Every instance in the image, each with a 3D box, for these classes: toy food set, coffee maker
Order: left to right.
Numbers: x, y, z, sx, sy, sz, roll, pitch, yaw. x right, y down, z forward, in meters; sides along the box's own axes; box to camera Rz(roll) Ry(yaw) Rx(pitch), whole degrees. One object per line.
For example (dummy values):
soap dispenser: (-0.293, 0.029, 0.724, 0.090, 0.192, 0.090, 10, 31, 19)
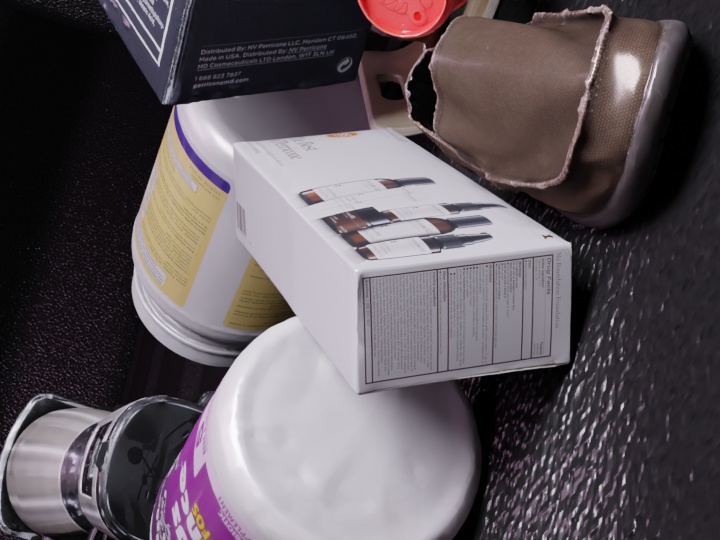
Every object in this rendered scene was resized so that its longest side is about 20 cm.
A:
coffee maker: (-0.129, 0.145, 0.946, 0.200, 0.191, 0.136, -9, 86, 55)
toy food set: (0.045, -0.189, 0.780, 0.144, 0.060, 0.201, -98, 26, -64)

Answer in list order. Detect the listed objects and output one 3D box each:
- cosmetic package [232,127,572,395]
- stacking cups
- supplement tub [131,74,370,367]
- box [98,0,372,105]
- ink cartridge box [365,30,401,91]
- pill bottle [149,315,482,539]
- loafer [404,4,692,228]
cosmetic package: (0.008, -0.014, 0.559, 0.200, 0.082, 0.051, -136, 43, -65)
stacking cups: (0.039, -0.157, 0.605, 0.061, 0.060, 0.200, -66, -6, 35)
supplement tub: (-0.074, -0.042, 0.931, 0.200, 0.145, 0.146, 118, 163, -44)
box: (-0.068, -0.226, 0.688, 0.200, 0.123, 0.199, 56, 144, 33)
ink cartridge box: (-0.018, -0.161, 1.065, 0.200, 0.050, 0.163, -100, 28, -58)
pill bottle: (-0.032, 0.108, 0.609, 0.200, 0.112, 0.113, 123, 160, -55)
loafer: (0.058, -0.060, 0.512, 0.200, 0.071, 0.073, -173, 99, -78)
